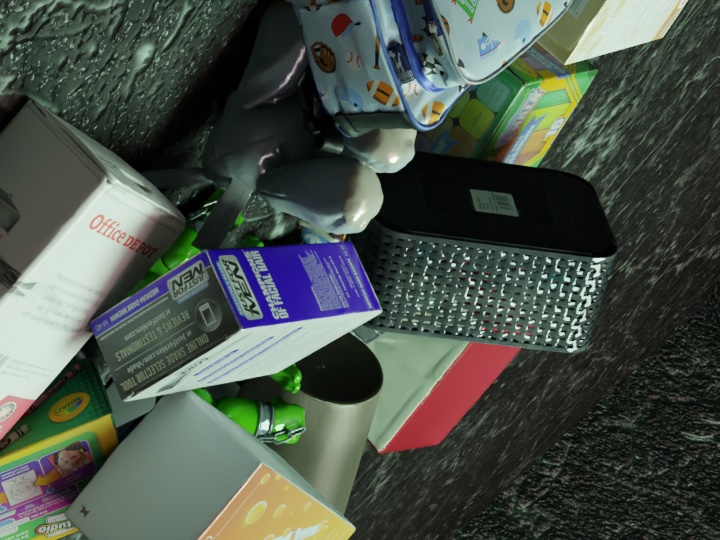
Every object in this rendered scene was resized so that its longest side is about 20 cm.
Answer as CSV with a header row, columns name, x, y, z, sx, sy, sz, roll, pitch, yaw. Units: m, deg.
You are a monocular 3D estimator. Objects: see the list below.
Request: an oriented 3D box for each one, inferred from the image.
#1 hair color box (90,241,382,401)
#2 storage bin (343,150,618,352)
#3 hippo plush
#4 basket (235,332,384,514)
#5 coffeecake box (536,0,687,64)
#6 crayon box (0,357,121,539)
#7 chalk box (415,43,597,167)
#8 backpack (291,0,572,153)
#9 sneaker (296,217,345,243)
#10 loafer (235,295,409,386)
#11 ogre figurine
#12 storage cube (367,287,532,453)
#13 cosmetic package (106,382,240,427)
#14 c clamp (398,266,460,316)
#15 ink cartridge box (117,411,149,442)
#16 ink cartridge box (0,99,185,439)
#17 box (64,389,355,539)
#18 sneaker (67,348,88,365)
name,x,y,z,sx,sy,sz,roll,pitch,yaw
hair color box,-0.081,0.032,1.143,0.109,0.065,0.200,-30,170,25
storage bin,0.092,-0.018,1.319,0.136,0.198,0.095,-99,-162,-57
hippo plush,-0.027,-0.085,1.207,0.201,0.159,0.161,-51,162,10
basket,-0.063,0.156,1.505,0.135,0.181,0.201,-1,130,-32
coffeecake box,0.170,-0.252,1.330,0.199,0.153,0.073,-23,151,-55
crayon box,-0.265,0.151,1.165,0.198,0.058,0.119,-21,142,-13
chalk box,0.092,-0.152,1.411,0.199,0.124,0.125,-21,149,-56
backpack,0.032,-0.202,1.037,0.153,0.192,0.200,-10,-154,43
sneaker,-0.022,-0.057,1.425,0.091,0.075,0.200,-55,162,7
loafer,-0.041,0.044,1.543,0.199,0.072,0.063,-28,-151,22
ogre figurine,-0.121,0.053,1.292,0.119,0.098,0.202,-21,116,-22
storage cube,0.047,0.065,1.705,0.200,0.171,0.179,-51,162,13
cosmetic package,-0.176,0.129,1.503,0.083,0.051,0.200,-51,163,8
c clamp,0.000,0.000,1.428,0.171,0.198,0.027,-29,125,-71
ink cartridge box,-0.218,0.168,1.320,0.199,0.042,0.119,-24,-168,23
ink cartridge box,-0.222,0.005,1.054,0.200,0.085,0.146,-47,164,2
box,-0.105,0.185,1.209,0.125,0.097,0.200,-49,151,-4
sneaker,-0.263,0.114,1.213,0.090,0.078,0.201,-17,144,-50
